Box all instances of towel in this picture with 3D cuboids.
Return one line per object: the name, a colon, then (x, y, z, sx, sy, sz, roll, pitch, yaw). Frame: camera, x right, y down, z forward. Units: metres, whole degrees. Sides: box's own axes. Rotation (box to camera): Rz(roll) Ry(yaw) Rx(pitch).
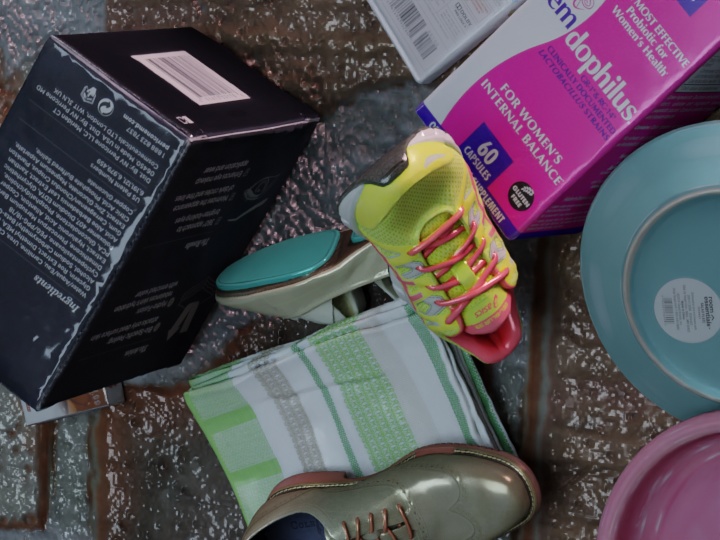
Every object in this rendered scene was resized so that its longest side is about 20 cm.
towel: (-0.006, 0.108, 1.663, 0.199, 0.031, 0.150, -21, 98, 30)

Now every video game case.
video game case: (0.073, -0.229, 1.610, 0.200, 0.018, 0.144, -38, 76, 28)

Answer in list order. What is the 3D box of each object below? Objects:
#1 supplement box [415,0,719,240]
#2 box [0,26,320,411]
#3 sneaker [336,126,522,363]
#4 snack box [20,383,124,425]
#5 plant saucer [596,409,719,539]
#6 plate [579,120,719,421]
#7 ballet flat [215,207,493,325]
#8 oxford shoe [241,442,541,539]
supplement box: (0.146, -0.119, 1.531, 0.200, 0.103, 0.101, -44, 72, 24)
box: (-0.151, -0.037, 1.643, 0.117, 0.196, 0.201, 35, 107, 15)
sneaker: (0.053, -0.009, 1.500, 0.078, 0.200, 0.090, -38, 62, -1)
snack box: (-0.216, 0.000, 1.796, 0.071, 0.024, 0.202, -15, 88, 29)
plant saucer: (0.235, 0.176, 1.533, 0.199, 0.051, 0.202, 4, 99, 29)
plate: (0.217, 0.012, 1.508, 0.199, 0.026, 0.202, 10, 118, 19)
ballet flat: (0.000, 0.000, 1.653, 0.199, 0.069, 0.070, -22, 84, 29)
oxford shoe: (0.017, 0.157, 1.615, 0.199, 0.074, 0.071, -15, 104, 31)
